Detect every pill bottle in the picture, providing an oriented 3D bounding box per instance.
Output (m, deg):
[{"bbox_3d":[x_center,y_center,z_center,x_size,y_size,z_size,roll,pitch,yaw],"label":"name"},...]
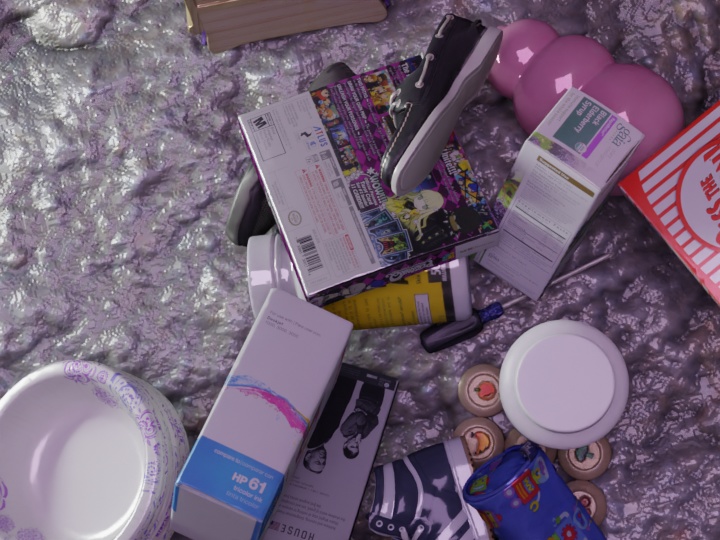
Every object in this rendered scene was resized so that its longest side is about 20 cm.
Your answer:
[{"bbox_3d":[0.000,0.000,1.594,0.200,0.111,0.111,-6,84,5],"label":"pill bottle"},{"bbox_3d":[0.177,0.100,1.506,0.112,0.200,0.112,-1,84,5],"label":"pill bottle"}]

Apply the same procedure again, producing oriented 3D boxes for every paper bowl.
[{"bbox_3d":[-0.247,0.189,1.585,0.200,0.104,0.201,-6,74,22],"label":"paper bowl"}]

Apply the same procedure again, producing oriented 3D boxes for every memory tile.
[{"bbox_3d":[0.156,0.190,1.608,0.153,0.017,0.200,6,85,6],"label":"memory tile"}]

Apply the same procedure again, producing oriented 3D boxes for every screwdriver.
[{"bbox_3d":[0.147,0.027,1.616,0.200,0.029,0.028,-26,82,7],"label":"screwdriver"}]

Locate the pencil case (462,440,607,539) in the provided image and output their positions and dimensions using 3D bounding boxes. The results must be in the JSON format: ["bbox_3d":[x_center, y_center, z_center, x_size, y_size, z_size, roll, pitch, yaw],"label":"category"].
[{"bbox_3d":[0.177,0.239,1.534,0.200,0.078,0.087,51,59,-15],"label":"pencil case"}]

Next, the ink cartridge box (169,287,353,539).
[{"bbox_3d":[-0.086,0.136,1.507,0.085,0.145,0.200,23,65,2],"label":"ink cartridge box"}]

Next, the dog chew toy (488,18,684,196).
[{"bbox_3d":[0.199,-0.160,1.592,0.200,0.125,0.125,40,89,16],"label":"dog chew toy"}]

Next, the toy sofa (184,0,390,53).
[{"bbox_3d":[-0.073,-0.284,1.655,0.200,0.098,0.083,-11,59,4],"label":"toy sofa"}]

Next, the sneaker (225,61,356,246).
[{"bbox_3d":[-0.037,-0.089,1.624,0.114,0.076,0.199,37,83,14],"label":"sneaker"}]

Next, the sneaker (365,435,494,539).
[{"bbox_3d":[0.069,0.259,1.564,0.108,0.070,0.200,-14,76,-1],"label":"sneaker"}]

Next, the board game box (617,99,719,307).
[{"bbox_3d":[0.348,-0.078,1.487,0.200,0.046,0.152,-40,72,7],"label":"board game box"}]

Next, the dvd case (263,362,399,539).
[{"bbox_3d":[-0.063,0.169,1.588,0.150,0.025,0.200,17,65,3],"label":"dvd case"}]

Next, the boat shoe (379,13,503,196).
[{"bbox_3d":[0.059,-0.150,1.519,0.060,0.074,0.200,25,62,13],"label":"boat shoe"}]

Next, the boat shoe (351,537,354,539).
[{"bbox_3d":[-0.082,0.245,1.601,0.200,0.062,0.073,30,88,8],"label":"boat shoe"}]

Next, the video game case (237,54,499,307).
[{"bbox_3d":[0.005,-0.082,1.548,0.181,0.036,0.200,-20,64,-6],"label":"video game case"}]

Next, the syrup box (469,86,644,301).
[{"bbox_3d":[0.171,-0.065,1.532,0.081,0.200,0.079,34,59,9],"label":"syrup box"}]
